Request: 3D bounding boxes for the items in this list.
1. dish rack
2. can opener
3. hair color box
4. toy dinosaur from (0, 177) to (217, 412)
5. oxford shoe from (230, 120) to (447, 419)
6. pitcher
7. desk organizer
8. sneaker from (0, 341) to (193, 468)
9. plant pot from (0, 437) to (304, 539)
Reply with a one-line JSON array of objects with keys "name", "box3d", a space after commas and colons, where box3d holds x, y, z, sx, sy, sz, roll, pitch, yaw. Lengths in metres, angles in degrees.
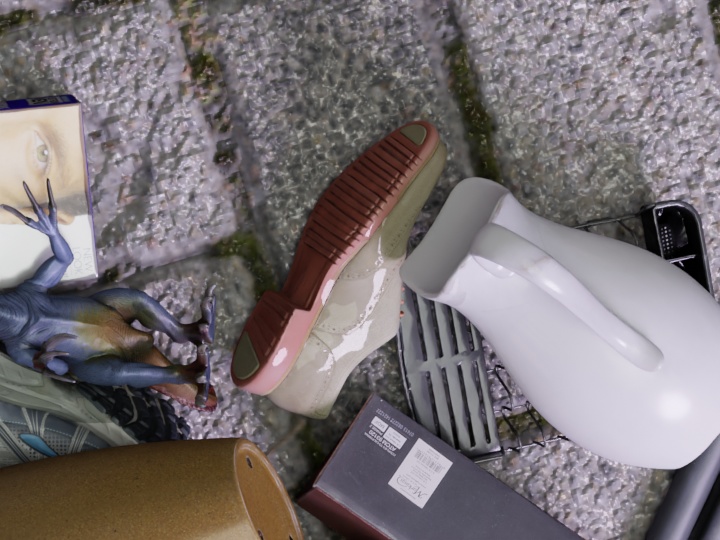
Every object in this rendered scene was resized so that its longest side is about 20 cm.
[{"name": "dish rack", "box3d": [0.123, 0.044, 1.696, 0.199, 0.055, 0.154, -12, 99, -8]}, {"name": "can opener", "box3d": [0.242, 0.115, 1.719, 0.053, 0.067, 0.200, 24, 93, -11]}, {"name": "hair color box", "box3d": [-0.262, -0.041, 1.613, 0.199, 0.065, 0.110, -7, 98, -10]}, {"name": "toy dinosaur", "box3d": [-0.178, 0.048, 1.583, 0.181, 0.105, 0.200, 2, 142, 1]}, {"name": "oxford shoe", "box3d": [0.000, 0.000, 1.669, 0.074, 0.071, 0.200, 31, 98, -27]}, {"name": "pitcher", "box3d": [0.134, 0.032, 1.583, 0.200, 0.172, 0.121, 35, 89, -10]}, {"name": "desk organizer", "box3d": [0.062, 0.168, 1.688, 0.200, 0.077, 0.072, 35, 72, -4]}, {"name": "sneaker", "box3d": [-0.184, 0.099, 1.652, 0.200, 0.078, 0.086, 32, 109, -10]}, {"name": "plant pot", "box3d": [-0.139, 0.176, 1.563, 0.200, 0.186, 0.187, -24, 102, 14]}]
